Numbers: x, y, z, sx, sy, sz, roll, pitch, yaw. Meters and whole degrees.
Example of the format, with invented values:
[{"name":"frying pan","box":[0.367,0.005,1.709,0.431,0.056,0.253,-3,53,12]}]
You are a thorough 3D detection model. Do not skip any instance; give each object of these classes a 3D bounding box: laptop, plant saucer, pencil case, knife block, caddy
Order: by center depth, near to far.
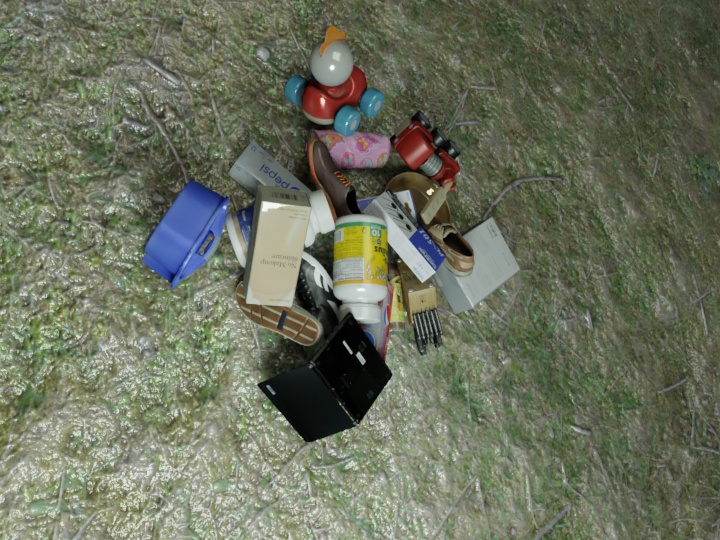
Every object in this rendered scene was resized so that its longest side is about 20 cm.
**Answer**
[{"name":"caddy","box":[-0.312,-0.064,1.055,0.104,0.141,0.202,32,63,-13]},{"name":"laptop","box":[-0.062,0.210,1.105,0.201,0.102,0.179,-50,121,-28]},{"name":"knife block","box":[0.135,0.086,1.306,0.063,0.178,0.201,-11,36,-4]},{"name":"pencil case","box":[-0.027,-0.278,1.314,0.197,0.087,0.089,-7,79,-31]},{"name":"plant saucer","box":[0.130,-0.136,1.386,0.197,0.035,0.205,8,72,-26]}]

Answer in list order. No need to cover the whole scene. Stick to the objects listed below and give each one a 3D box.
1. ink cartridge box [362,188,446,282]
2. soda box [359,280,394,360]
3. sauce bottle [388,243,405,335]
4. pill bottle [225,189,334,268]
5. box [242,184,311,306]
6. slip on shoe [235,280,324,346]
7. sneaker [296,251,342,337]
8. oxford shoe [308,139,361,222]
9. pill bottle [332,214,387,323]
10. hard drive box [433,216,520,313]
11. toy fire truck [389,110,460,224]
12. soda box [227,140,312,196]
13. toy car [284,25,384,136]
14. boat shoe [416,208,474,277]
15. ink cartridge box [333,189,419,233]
[{"name":"ink cartridge box","box":[0.097,-0.078,1.240,0.201,0.044,0.094,50,32,-2]},{"name":"soda box","box":[0.021,0.122,1.205,0.063,0.069,0.204,35,61,-64]},{"name":"sauce bottle","box":[0.061,0.040,1.279,0.064,0.064,0.205,2,76,-28]},{"name":"pill bottle","box":[-0.155,-0.088,1.126,0.196,0.111,0.113,-20,85,-5]},{"name":"box","box":[-0.154,-0.042,1.038,0.093,0.078,0.203,4,117,-18]},{"name":"slip on shoe","box":[-0.156,0.083,1.126,0.197,0.061,0.077,25,94,14]},{"name":"sneaker","box":[-0.106,0.055,1.175,0.200,0.073,0.112,46,58,-12]},{"name":"oxford shoe","box":[-0.047,-0.186,1.212,0.071,0.072,0.203,-37,108,-51]},{"name":"pill bottle","box":[0.000,0.000,1.146,0.111,0.112,0.205,7,77,-27]},{"name":"hard drive box","box":[0.278,-0.015,1.410,0.198,0.077,0.158,-31,91,-33]},{"name":"toy fire truck","box":[0.151,-0.229,1.309,0.175,0.128,0.202,33,32,-34]},{"name":"soda box","box":[-0.177,-0.173,1.207,0.199,0.063,0.069,39,59,-14]},{"name":"toy car","box":[-0.051,-0.436,1.239,0.183,0.202,0.177,35,57,18]},{"name":"boat shoe","box":[0.194,-0.077,1.304,0.075,0.072,0.201,-26,60,-28]},{"name":"ink cartridge box","box":[0.031,-0.117,1.295,0.196,0.037,0.097,-13,83,-13]}]
